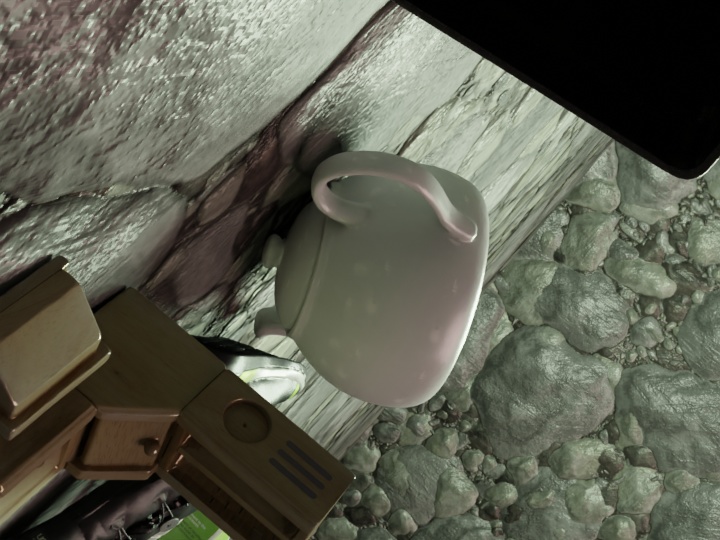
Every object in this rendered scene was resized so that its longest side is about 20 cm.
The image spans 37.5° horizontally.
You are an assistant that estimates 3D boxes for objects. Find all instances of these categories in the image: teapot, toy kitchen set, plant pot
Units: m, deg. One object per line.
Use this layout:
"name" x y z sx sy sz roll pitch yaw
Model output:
"teapot" 0.000 0.000 0.788 0.197 0.146 0.200 -112 -141 -73
"toy kitchen set" -0.120 0.107 0.542 0.200 0.180 0.163 -44 170 -44
"plant pot" 0.142 -0.202 0.485 0.178 0.200 0.200 -57 177 -36

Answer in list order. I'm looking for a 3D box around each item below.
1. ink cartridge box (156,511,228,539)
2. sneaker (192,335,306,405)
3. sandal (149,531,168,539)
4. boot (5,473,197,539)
"ink cartridge box" -0.154 0.286 1.046 0.076 0.200 0.148 -43 170 -25
"sneaker" -0.109 0.100 0.855 0.200 0.072 0.083 22 85 -69
"sandal" -0.170 0.169 0.948 0.203 0.082 0.050 -49 -147 3
"boot" -0.194 0.216 0.891 0.200 0.066 0.165 -33 160 -27
